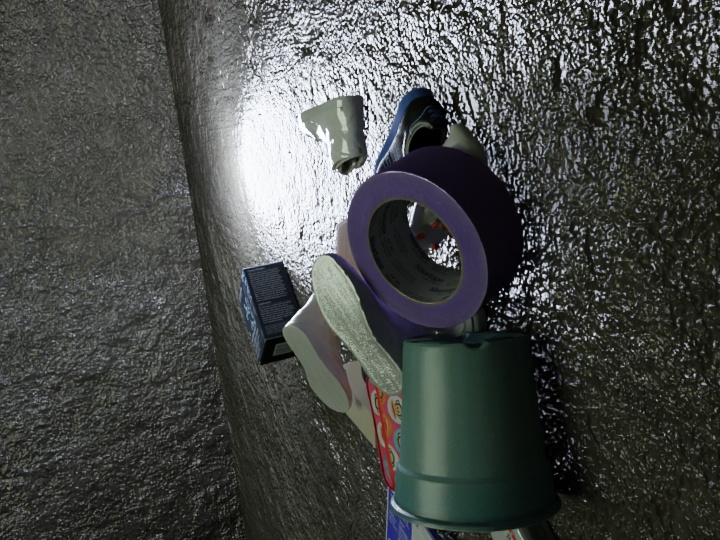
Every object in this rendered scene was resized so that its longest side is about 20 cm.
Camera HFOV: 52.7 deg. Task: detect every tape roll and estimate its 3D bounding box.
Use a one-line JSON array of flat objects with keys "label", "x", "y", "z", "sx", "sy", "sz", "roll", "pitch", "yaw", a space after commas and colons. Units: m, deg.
[{"label": "tape roll", "x": 0.085, "y": -0.039, "z": 0.863, "sx": 0.199, "sy": 0.085, "sz": 0.201, "roll": 24, "pitch": 132, "yaw": 30}]

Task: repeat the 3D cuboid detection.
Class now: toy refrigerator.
[{"label": "toy refrigerator", "x": 0.017, "y": 0.235, "z": 1.300, "sx": 0.200, "sy": 0.076, "sz": 0.070, "roll": -146, "pitch": 49, "yaw": -60}]

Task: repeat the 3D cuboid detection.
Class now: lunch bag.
[{"label": "lunch bag", "x": 0.080, "y": 0.230, "z": 1.082, "sx": 0.176, "sy": 0.082, "sz": 0.201, "roll": -11, "pitch": 89, "yaw": 54}]

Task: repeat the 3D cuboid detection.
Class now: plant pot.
[{"label": "plant pot", "x": 0.128, "y": 0.175, "z": 0.853, "sx": 0.200, "sy": 0.199, "sz": 0.197, "roll": 178, "pitch": 89, "yaw": -68}]

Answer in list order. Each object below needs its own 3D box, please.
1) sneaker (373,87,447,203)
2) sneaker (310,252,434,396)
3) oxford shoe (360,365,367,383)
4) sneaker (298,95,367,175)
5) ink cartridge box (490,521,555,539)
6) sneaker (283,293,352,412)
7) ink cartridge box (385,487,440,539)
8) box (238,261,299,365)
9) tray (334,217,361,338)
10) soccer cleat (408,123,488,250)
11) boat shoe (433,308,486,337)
[{"label": "sneaker", "x": 0.068, "y": -0.144, "z": 0.987, "sx": 0.201, "sy": 0.070, "sz": 0.078, "roll": 103, "pitch": 154, "yaw": -45}, {"label": "sneaker", "x": 0.022, "y": 0.054, "z": 0.956, "sx": 0.074, "sy": 0.115, "sz": 0.201, "roll": -32, "pitch": 89, "yaw": 40}, {"label": "oxford shoe", "x": 0.036, "y": 0.139, "z": 1.210, "sx": 0.200, "sy": 0.072, "sz": 0.085, "roll": -123, "pitch": 32, "yaw": -43}, {"label": "sneaker", "x": -0.049, "y": -0.216, "z": 1.221, "sx": 0.200, "sy": 0.073, "sz": 0.116, "roll": -178, "pitch": 81, "yaw": -67}, {"label": "ink cartridge box", "x": 0.211, "y": 0.411, "z": 0.936, "sx": 0.201, "sy": 0.050, "sz": 0.163, "roll": 108, "pitch": 145, "yaw": -46}, {"label": "sneaker", "x": -0.045, "y": 0.133, "z": 1.222, "sx": 0.073, "sy": 0.116, "sz": 0.201, "roll": -2, "pitch": 126, "yaw": 34}, {"label": "ink cartridge box", "x": 0.102, "y": 0.471, "z": 1.252, "sx": 0.198, "sy": 0.047, "sz": 0.201, "roll": -132, "pitch": 38, "yaw": -55}, {"label": "box", "x": -0.221, "y": 0.105, "z": 1.793, "sx": 0.149, "sy": 0.106, "sz": 0.201, "roll": 112, "pitch": 142, "yaw": -56}, {"label": "tray", "x": 0.000, "y": 0.000, "z": 1.147, "sx": 0.098, "sy": 0.037, "sz": 0.201, "roll": -30, "pitch": 50, "yaw": 46}, {"label": "soccer cleat", "x": 0.104, "y": -0.099, "z": 0.933, "sx": 0.200, "sy": 0.069, "sz": 0.078, "roll": 119, "pitch": 140, "yaw": -49}, {"label": "boat shoe", "x": 0.098, "y": 0.059, "z": 1.015, "sx": 0.200, "sy": 0.066, "sz": 0.074, "roll": -164, "pitch": 64, "yaw": -66}]
